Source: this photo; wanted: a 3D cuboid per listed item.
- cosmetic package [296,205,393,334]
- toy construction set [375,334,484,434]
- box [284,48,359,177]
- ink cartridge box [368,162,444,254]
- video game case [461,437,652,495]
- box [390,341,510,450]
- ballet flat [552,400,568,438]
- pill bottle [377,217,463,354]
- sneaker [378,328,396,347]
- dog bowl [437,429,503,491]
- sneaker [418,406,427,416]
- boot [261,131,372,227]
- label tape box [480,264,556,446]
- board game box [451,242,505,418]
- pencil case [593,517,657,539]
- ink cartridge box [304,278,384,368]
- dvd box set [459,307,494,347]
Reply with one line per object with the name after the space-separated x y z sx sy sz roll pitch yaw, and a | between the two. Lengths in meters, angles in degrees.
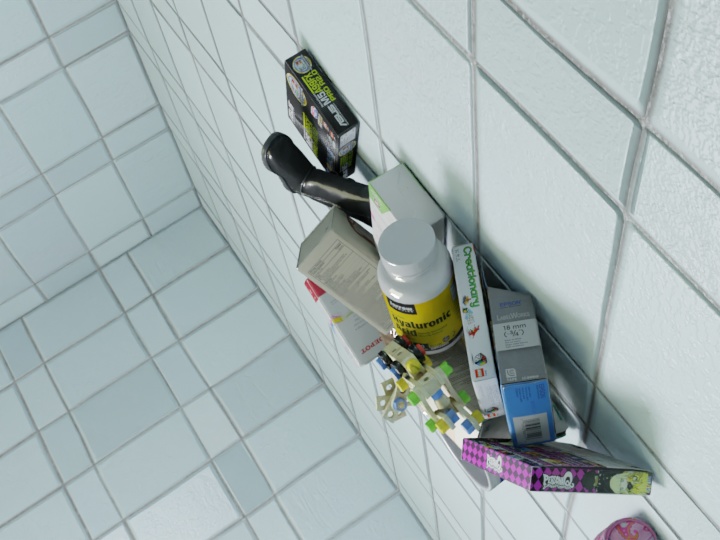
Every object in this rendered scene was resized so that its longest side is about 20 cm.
0.000 0.000 1.655 0.199 0.103 0.088 38 -154 -19 | cosmetic package
0.083 0.165 1.391 0.132 0.092 0.199 51 157 -17 | toy construction set
-0.066 -0.254 1.663 0.161 0.044 0.200 55 168 13 | box
0.073 -0.057 1.522 0.118 0.067 0.201 54 166 25 | ink cartridge box
0.253 0.257 1.302 0.199 0.177 0.037 -177 94 -70 | video game case
0.141 0.176 1.462 0.200 0.094 0.079 44 137 39 | box
0.227 0.232 1.488 0.198 0.069 0.070 -24 100 47 | ballet flat
0.084 0.021 1.401 0.111 0.110 0.202 48 167 39 | pill bottle
0.077 0.123 1.772 0.202 0.070 0.076 57 162 5 | sneaker
0.207 0.295 1.802 0.201 0.078 0.201 54 167 19 | dog bowl
0.104 0.164 1.697 0.076 0.099 0.205 2 107 30 | sneaker
-0.054 -0.147 1.637 0.198 0.066 0.165 28 172 25 | boot
0.211 0.107 1.318 0.146 0.062 0.203 71 -168 -48 | label tape box
0.160 0.082 1.345 0.127 0.034 0.204 66 -164 -58 | board game box
0.373 0.414 1.422 0.088 0.087 0.201 53 167 23 | pencil case
0.001 0.068 1.928 0.202 0.144 0.083 58 169 3 | ink cartridge box
0.152 0.124 1.548 0.146 0.029 0.204 44 139 45 | dvd box set
